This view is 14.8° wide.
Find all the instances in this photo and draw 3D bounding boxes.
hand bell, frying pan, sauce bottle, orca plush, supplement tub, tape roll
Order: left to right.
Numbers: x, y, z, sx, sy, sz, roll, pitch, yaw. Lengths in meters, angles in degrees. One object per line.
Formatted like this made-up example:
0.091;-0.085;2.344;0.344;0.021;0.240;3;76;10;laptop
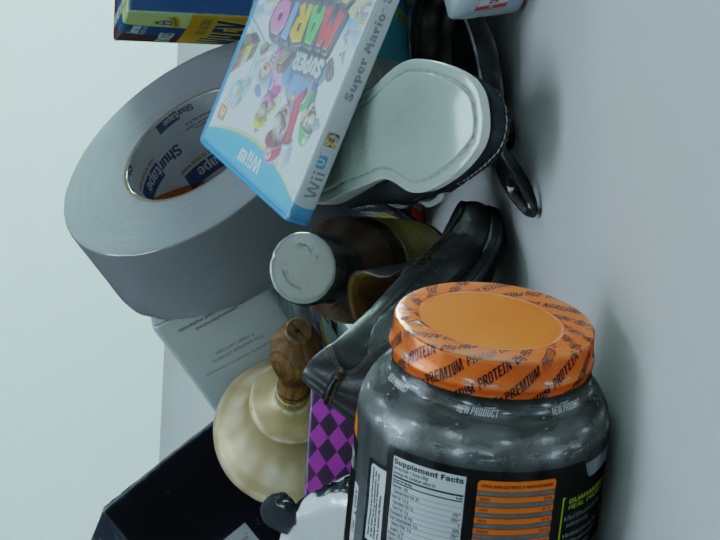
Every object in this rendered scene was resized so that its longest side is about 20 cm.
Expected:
-0.096;-0.062;1.841;0.066;0.200;0.201;54;-165;-34;tape roll
-0.042;0.072;1.733;0.200;0.103;0.105;96;173;-70;hand bell
0.000;0.000;1.615;0.200;0.064;0.065;0;-88;-69;sauce bottle
0.000;0.169;1.588;0.071;0.105;0.201;-39;-31;-35;orca plush
0.054;0.115;1.332;0.123;0.122;0.201;-110;24;-66;supplement tub
0.068;-0.103;1.561;0.190;0.031;0.116;-151;52;-67;frying pan

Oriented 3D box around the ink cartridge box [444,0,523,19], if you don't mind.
0.068;-0.248;1.481;0.200;0.050;0.163;107;154;-68;ink cartridge box

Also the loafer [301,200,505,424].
0.028;0.016;1.522;0.200;0.072;0.073;-63;-3;-56;loafer

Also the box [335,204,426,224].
-0.008;-0.099;1.740;0.200;0.035;0.111;37;-130;-64;box

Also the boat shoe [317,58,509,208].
0.035;-0.074;1.537;0.200;0.060;0.076;-3;85;62;boat shoe

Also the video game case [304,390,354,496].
0.001;0.135;1.734;0.181;0.036;0.201;-41;-43;-71;video game case

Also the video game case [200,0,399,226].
-0.026;-0.141;1.590;0.143;0.018;0.201;41;112;58;video game case

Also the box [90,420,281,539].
-0.088;0.228;1.945;0.200;0.104;0.182;50;164;6;box

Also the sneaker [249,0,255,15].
-0.040;-0.239;1.758;0.078;0.099;0.201;-4;92;36;sneaker

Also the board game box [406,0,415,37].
0.047;-0.255;1.698;0.199;0.043;0.201;151;120;-79;board game box

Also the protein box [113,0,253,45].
-0.062;-0.257;1.888;0.135;0.199;0.200;161;110;-80;protein box

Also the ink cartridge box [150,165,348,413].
-0.067;0.047;1.923;0.200;0.083;0.146;56;-169;-35;ink cartridge box

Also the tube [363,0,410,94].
0.003;-0.207;1.688;0.078;0.050;0.201;83;-175;-68;tube
